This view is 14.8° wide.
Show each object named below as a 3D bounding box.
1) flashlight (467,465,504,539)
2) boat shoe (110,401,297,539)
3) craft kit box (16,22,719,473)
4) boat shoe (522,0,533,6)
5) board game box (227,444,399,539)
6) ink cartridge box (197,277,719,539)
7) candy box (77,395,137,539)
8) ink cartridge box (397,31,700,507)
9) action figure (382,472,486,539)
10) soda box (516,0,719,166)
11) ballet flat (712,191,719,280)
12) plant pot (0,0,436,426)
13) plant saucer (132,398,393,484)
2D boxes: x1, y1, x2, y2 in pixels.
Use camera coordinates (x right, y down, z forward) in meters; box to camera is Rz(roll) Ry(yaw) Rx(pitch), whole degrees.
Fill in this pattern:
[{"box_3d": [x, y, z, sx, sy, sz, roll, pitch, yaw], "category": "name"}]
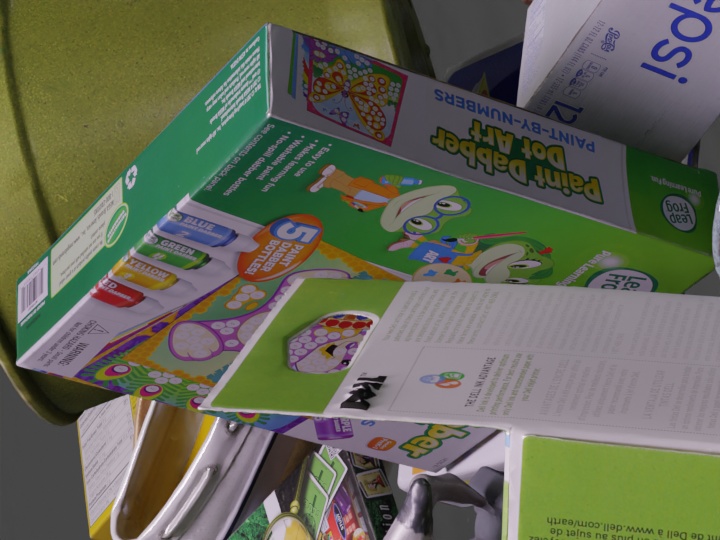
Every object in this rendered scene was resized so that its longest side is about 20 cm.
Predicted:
[{"box_3d": [0.109, 0.121, 1.025, 0.200, 0.068, 0.068, -160, 68, -67], "category": "flashlight"}, {"box_3d": [-0.069, 0.040, 1.267, 0.075, 0.086, 0.202, 39, 111, 49], "category": "boat shoe"}, {"box_3d": [0.000, 0.000, 1.051, 0.200, 0.197, 0.049, -41, 44, 47], "category": "craft kit box"}, {"box_3d": [0.097, -0.177, 1.182, 0.074, 0.076, 0.200, 122, 167, -49], "category": "boat shoe"}, {"box_3d": [-0.002, 0.177, 1.196, 0.105, 0.023, 0.200, -50, 47, 41], "category": "board game box"}, {"box_3d": [0.060, 0.061, 0.941, 0.148, 0.200, 0.076, -56, -32, -68], "category": "ink cartridge box"}, {"box_3d": [-0.093, 0.049, 1.464, 0.200, 0.026, 0.102, -48, 36, 38], "category": "candy box"}, {"box_3d": [0.092, -0.013, 1.146, 0.200, 0.047, 0.198, -19, 58, 55], "category": "ink cartridge box"}, {"box_3d": [-0.023, 0.157, 1.050, 0.194, 0.105, 0.200, -48, 47, 4], "category": "action figure"}, {"box_3d": [0.129, -0.124, 0.986, 0.200, 0.068, 0.064, 124, 161, -46], "category": "soda box"}, {"box_3d": [0.186, -0.078, 0.999, 0.200, 0.074, 0.074, -63, 30, 17], "category": "ballet flat"}, {"box_3d": [-0.063, -0.056, 1.172, 0.193, 0.201, 0.201, -16, 50, 8], "category": "plant pot"}, {"box_3d": [-0.038, 0.070, 1.320, 0.200, 0.035, 0.201, -19, 65, 48], "category": "plant saucer"}]
